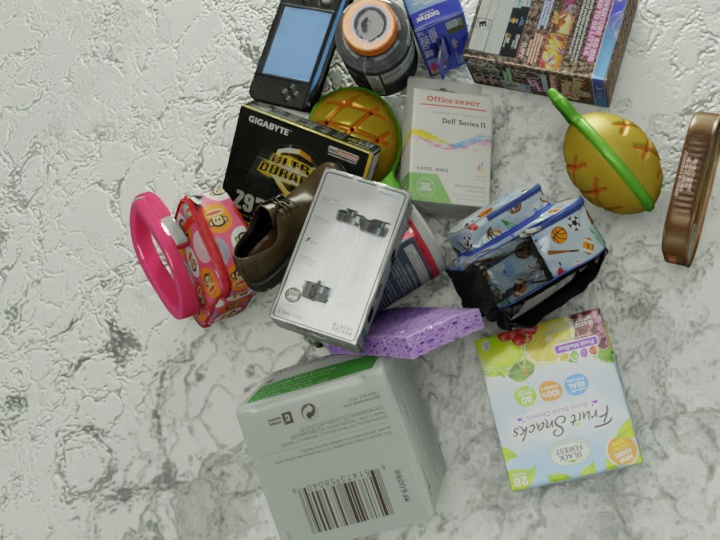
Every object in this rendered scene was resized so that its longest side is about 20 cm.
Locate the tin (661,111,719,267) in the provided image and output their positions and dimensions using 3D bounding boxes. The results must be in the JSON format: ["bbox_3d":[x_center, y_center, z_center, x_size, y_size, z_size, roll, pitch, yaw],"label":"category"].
[{"bbox_3d":[0.421,-0.103,1.190,0.042,0.112,0.201,12,81,29],"label":"tin"}]

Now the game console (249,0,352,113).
[{"bbox_3d":[-0.084,-0.348,1.390,0.175,0.116,0.201,16,83,24],"label":"game console"}]

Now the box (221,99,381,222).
[{"bbox_3d":[-0.087,-0.126,1.299,0.199,0.049,0.160,23,115,12],"label":"box"}]

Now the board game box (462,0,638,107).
[{"bbox_3d":[0.263,-0.332,1.294,0.199,0.097,0.160,15,83,20],"label":"board game box"}]

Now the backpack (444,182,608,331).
[{"bbox_3d":[0.209,-0.026,1.201,0.190,0.200,0.155,-22,96,-5],"label":"backpack"}]

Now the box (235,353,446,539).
[{"bbox_3d":[-0.018,0.216,1.196,0.198,0.171,0.201,-17,95,13],"label":"box"}]

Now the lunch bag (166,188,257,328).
[{"bbox_3d":[-0.213,-0.027,1.323,0.082,0.200,0.177,-20,77,-27],"label":"lunch bag"}]

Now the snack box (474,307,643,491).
[{"bbox_3d":[0.253,0.167,1.206,0.168,0.068,0.201,-17,76,13],"label":"snack box"}]

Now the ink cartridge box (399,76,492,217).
[{"bbox_3d":[0.119,-0.181,1.302,0.117,0.067,0.201,4,79,-8],"label":"ink cartridge box"}]

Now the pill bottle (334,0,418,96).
[{"bbox_3d":[0.022,-0.313,1.302,0.106,0.200,0.107,0,88,7],"label":"pill bottle"}]

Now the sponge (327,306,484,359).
[{"bbox_3d":[0.050,0.076,1.185,0.111,0.200,0.030,-21,98,-30],"label":"sponge"}]

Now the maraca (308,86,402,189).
[{"bbox_3d":[-0.005,-0.165,1.338,0.137,0.107,0.201,-14,81,3],"label":"maraca"}]

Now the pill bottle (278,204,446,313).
[{"bbox_3d":[0.000,0.000,1.233,0.200,0.120,0.120,-32,71,-3],"label":"pill bottle"}]

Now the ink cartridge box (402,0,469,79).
[{"bbox_3d":[0.102,-0.370,1.323,0.076,0.136,0.201,-20,70,8],"label":"ink cartridge box"}]

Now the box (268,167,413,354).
[{"bbox_3d":[-0.020,-0.012,1.145,0.116,0.060,0.201,16,77,11],"label":"box"}]

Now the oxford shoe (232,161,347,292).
[{"bbox_3d":[-0.087,-0.069,1.202,0.073,0.084,0.200,26,71,34],"label":"oxford shoe"}]

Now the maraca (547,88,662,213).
[{"bbox_3d":[0.310,-0.154,1.210,0.107,0.137,0.200,-40,75,9],"label":"maraca"}]

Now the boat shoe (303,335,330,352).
[{"bbox_3d":[-0.033,0.106,1.306,0.202,0.074,0.065,38,92,12],"label":"boat shoe"}]

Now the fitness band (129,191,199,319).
[{"bbox_3d":[-0.278,-0.021,1.317,0.037,0.144,0.200,-19,51,-26],"label":"fitness band"}]

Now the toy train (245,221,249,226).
[{"bbox_3d":[-0.111,-0.067,1.380,0.150,0.056,0.201,2,77,9],"label":"toy train"}]
